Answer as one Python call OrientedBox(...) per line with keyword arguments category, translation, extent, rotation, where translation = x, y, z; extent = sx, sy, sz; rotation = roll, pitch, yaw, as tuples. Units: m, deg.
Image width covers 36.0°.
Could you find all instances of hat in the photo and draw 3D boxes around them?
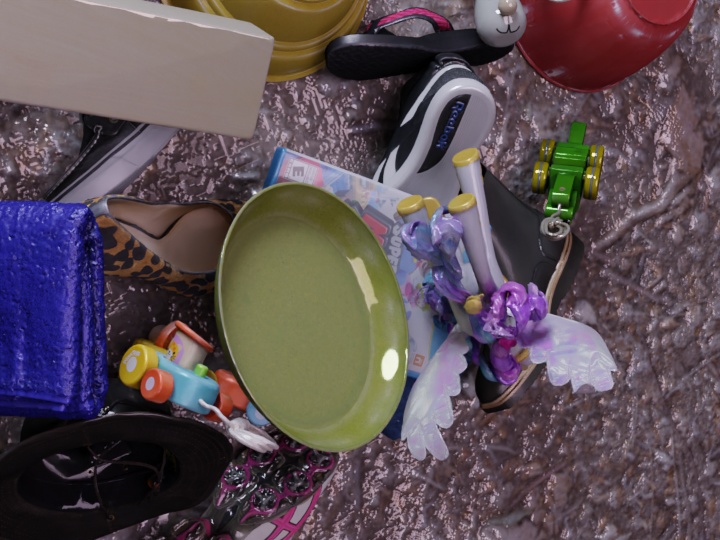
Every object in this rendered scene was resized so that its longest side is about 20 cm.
OrientedBox(category="hat", translation=(-0.199, 0.129, 0.823), extent=(0.200, 0.201, 0.081), rotation=(2, 53, -29))

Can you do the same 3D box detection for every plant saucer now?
OrientedBox(category="plant saucer", translation=(-0.038, 0.035, 0.812), extent=(0.200, 0.031, 0.200), rotation=(22, 60, -45))

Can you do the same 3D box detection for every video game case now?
OrientedBox(category="video game case", translation=(0.000, 0.000, 0.894), extent=(0.200, 0.018, 0.143), rotation=(18, 92, -26))

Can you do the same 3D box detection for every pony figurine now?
OrientedBox(category="pony figurine", translation=(0.095, 0.030, 0.843), extent=(0.166, 0.193, 0.200), rotation=(-18, 111, 14))

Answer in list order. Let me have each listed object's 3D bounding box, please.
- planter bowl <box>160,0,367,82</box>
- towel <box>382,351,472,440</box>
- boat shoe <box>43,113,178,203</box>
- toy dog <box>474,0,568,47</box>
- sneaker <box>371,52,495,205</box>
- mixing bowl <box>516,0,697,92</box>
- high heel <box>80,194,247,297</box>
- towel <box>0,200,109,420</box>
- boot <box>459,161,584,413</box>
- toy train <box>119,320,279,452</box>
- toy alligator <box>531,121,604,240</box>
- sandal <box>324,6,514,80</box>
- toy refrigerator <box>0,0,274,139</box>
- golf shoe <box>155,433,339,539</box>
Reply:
OrientedBox(category="planter bowl", translation=(-0.059, -0.254, 0.882), extent=(0.200, 0.083, 0.201), rotation=(-3, 96, -29))
OrientedBox(category="towel", translation=(-0.003, 0.057, 0.945), extent=(0.200, 0.049, 0.112), rotation=(40, 90, -27))
OrientedBox(category="boat shoe", translation=(-0.180, -0.113, 0.841), extent=(0.071, 0.072, 0.200), rotation=(43, 67, -10))
OrientedBox(category="toy dog", translation=(0.107, -0.300, 0.928), extent=(0.132, 0.096, 0.200), rotation=(-33, 85, -9))
OrientedBox(category="sneaker", translation=(0.048, -0.093, 0.963), extent=(0.073, 0.112, 0.200), rotation=(24, 116, -19))
OrientedBox(category="mixing bowl", translation=(0.242, -0.271, 1.036), extent=(0.200, 0.108, 0.200), rotation=(-2, 95, -28))
OrientedBox(category="high heel", translation=(-0.126, -0.032, 0.823), extent=(0.200, 0.143, 0.071), rotation=(-18, 76, -25))
OrientedBox(category="towel", translation=(-0.268, 0.028, 0.738), extent=(0.200, 0.050, 0.148), rotation=(0, 96, 14))
OrientedBox(category="boot", translation=(0.113, 0.014, 1.002), extent=(0.138, 0.077, 0.200), rotation=(38, 55, -22))
OrientedBox(category="toy train", translation=(-0.104, 0.080, 0.835), extent=(0.150, 0.200, 0.056), rotation=(25, 87, -4))
OrientedBox(category="toy alligator", translation=(0.188, -0.069, 1.021), extent=(0.200, 0.059, 0.054), rotation=(-66, 159, -49))
OrientedBox(category="sandal", translation=(0.047, -0.200, 0.957), extent=(0.200, 0.075, 0.045), rotation=(-12, 85, -37))
OrientedBox(category="toy refrigerator", translation=(-0.169, -0.149, 0.763), extent=(0.200, 0.070, 0.076), rotation=(5, 110, -25))
OrientedBox(category="golf shoe", translation=(-0.094, 0.213, 0.915), extent=(0.200, 0.073, 0.092), rotation=(-40, 145, -27))
